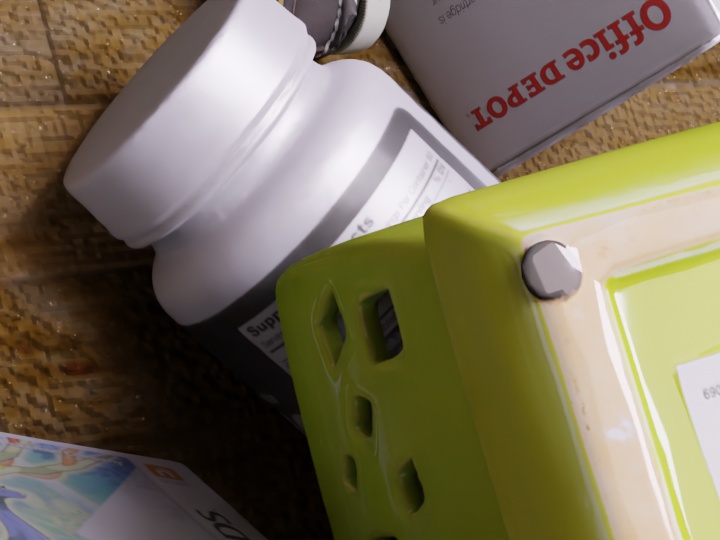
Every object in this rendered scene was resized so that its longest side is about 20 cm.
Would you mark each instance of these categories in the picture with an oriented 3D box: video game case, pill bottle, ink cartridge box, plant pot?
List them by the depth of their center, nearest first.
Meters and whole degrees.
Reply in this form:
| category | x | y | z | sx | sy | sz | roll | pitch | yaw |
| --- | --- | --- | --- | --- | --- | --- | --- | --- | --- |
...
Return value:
| category | x | y | z | sx | sy | sz | roll | pitch | yaw |
| --- | --- | --- | --- | --- | --- | --- | --- | --- | --- |
| video game case | -0.098 | 0.083 | 0.668 | 0.199 | 0.182 | 0.022 | 13 | 101 | -34 |
| plant pot | 0.104 | 0.054 | 0.671 | 0.199 | 0.181 | 0.200 | -14 | 82 | -14 |
| pill bottle | 0.000 | 0.000 | 0.813 | 0.200 | 0.114 | 0.114 | 42 | 49 | -15 |
| ink cartridge box | 0.061 | -0.160 | 0.915 | 0.086 | 0.146 | 0.201 | -35 | 94 | -45 |

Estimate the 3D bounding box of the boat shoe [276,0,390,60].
| category | x | y | z | sx | sy | sz | roll | pitch | yaw |
| --- | --- | --- | --- | --- | --- | --- | --- | --- | --- |
| boat shoe | -0.041 | -0.178 | 0.877 | 0.060 | 0.072 | 0.202 | -15 | 92 | -38 |
